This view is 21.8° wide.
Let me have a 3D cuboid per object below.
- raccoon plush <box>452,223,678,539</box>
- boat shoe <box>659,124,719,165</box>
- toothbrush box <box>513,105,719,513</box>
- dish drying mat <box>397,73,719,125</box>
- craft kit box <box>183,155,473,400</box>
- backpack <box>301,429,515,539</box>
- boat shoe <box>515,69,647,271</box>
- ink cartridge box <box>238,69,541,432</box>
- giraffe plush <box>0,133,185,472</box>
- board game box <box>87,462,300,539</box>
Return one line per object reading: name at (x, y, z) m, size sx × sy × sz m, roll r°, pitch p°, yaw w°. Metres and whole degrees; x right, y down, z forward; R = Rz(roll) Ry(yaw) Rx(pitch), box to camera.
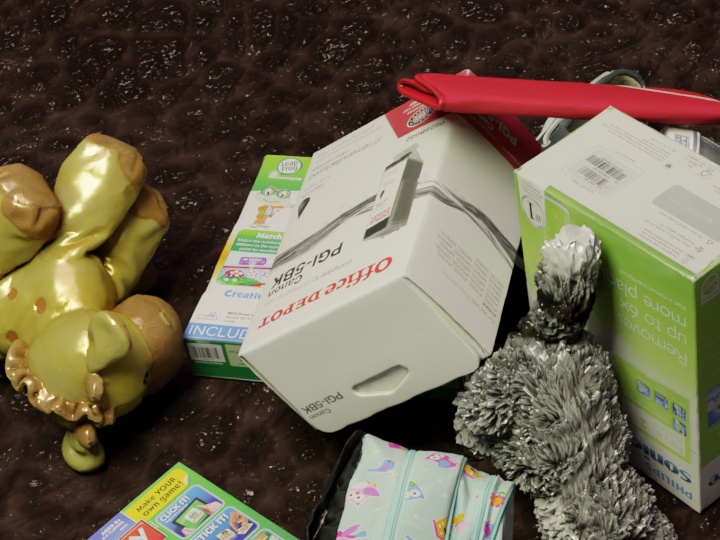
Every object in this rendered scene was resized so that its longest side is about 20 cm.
raccoon plush at (0.127, 0.090, 1.069) m, size 0.097 × 0.200 × 0.134 m, roll -28°, pitch 55°, yaw -20°
boat shoe at (0.218, -0.055, 1.249) m, size 0.068 × 0.200 × 0.072 m, roll 11°, pitch 82°, yaw 0°
toothbrush box at (0.178, 0.024, 1.132) m, size 0.086 × 0.200 × 0.146 m, roll -35°, pitch 48°, yaw -22°
dish drying mat at (0.128, -0.106, 1.163) m, size 0.200 × 0.018 × 0.077 m, roll 2°, pitch 14°, yaw -20°
craft kit box at (0.000, 0.000, 1.315) m, size 0.200 × 0.049 × 0.198 m, roll 5°, pitch 47°, yaw 17°
backpack at (0.017, 0.190, 1.036) m, size 0.127 × 0.167 × 0.200 m, roll 17°, pitch 43°, yaw 1°
boat shoe at (0.153, -0.076, 1.327) m, size 0.076 × 0.060 × 0.200 m, roll 37°, pitch 46°, yaw -14°
ink cartridge box at (0.022, -0.014, 1.187) m, size 0.147 × 0.083 × 0.200 m, roll -27°, pitch 30°, yaw 35°
giraffe plush at (-0.187, 0.032, 1.245) m, size 0.200 × 0.173 × 0.162 m, roll -36°, pitch 54°, yaw -14°
board game box at (-0.133, 0.213, 1.120) m, size 0.135 × 0.029 × 0.200 m, roll 28°, pitch 54°, yaw 34°
